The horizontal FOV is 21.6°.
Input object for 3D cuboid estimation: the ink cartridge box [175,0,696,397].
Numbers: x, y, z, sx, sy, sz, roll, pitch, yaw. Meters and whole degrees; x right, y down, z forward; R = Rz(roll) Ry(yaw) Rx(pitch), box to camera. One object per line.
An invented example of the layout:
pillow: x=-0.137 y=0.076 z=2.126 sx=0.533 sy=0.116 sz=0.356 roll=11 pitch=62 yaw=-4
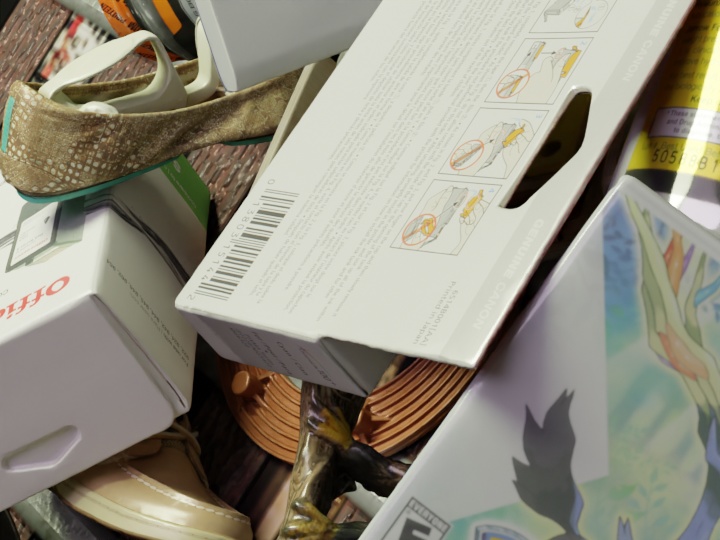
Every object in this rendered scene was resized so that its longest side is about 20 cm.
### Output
ink cartridge box: x=0.040 y=-0.041 z=0.760 sx=0.175 sy=0.045 sz=0.201 roll=10 pitch=60 yaw=46

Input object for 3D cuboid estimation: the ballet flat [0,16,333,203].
ballet flat: x=-0.085 y=-0.089 z=0.932 sx=0.070 sy=0.199 sz=0.066 roll=30 pitch=132 yaw=47

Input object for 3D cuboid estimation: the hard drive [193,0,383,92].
hard drive: x=0.007 y=-0.179 z=0.877 sx=0.198 sy=0.133 sz=0.025 roll=-23 pitch=12 yaw=-19

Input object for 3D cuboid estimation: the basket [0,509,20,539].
basket: x=-0.291 y=0.161 z=1.019 sx=0.136 sy=0.182 sz=0.199 roll=-33 pitch=20 yaw=-37

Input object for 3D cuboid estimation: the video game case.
video game case: x=0.120 y=0.098 z=0.666 sx=0.199 sy=0.022 sz=0.183 roll=36 pitch=89 yaw=7

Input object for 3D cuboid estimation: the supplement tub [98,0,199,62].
supplement tub: x=-0.041 y=-0.177 z=0.993 sx=0.199 sy=0.122 sz=0.124 roll=-11 pitch=60 yaw=39

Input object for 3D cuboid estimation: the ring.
ring: x=0.000 y=0.000 z=0.931 sx=0.199 sy=0.019 sz=0.202 roll=-22 pitch=53 yaw=33

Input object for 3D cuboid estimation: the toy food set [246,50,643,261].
toy food set: x=0.043 y=-0.068 z=0.859 sx=0.198 sy=0.061 sz=0.144 roll=-11 pitch=41 yaw=33

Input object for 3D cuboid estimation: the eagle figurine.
eagle figurine: x=0.062 y=0.100 z=0.763 sx=0.198 sy=0.151 sz=0.153 roll=6 pitch=113 yaw=13

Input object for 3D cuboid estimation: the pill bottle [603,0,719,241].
pill bottle: x=0.176 y=-0.085 z=0.749 sx=0.111 sy=0.111 sz=0.202 roll=11 pitch=76 yaw=45

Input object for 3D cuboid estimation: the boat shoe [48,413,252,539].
boat shoe: x=-0.116 y=0.094 z=0.946 sx=0.199 sy=0.071 sz=0.065 roll=19 pitch=81 yaw=48

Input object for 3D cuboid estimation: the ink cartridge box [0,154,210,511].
ink cartridge box: x=-0.160 y=0.016 z=0.961 sx=0.145 sy=0.084 sz=0.201 roll=-27 pitch=29 yaw=15
